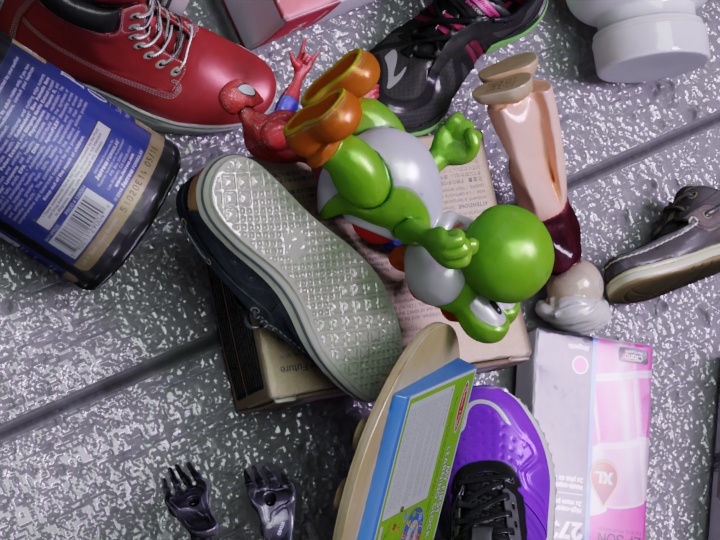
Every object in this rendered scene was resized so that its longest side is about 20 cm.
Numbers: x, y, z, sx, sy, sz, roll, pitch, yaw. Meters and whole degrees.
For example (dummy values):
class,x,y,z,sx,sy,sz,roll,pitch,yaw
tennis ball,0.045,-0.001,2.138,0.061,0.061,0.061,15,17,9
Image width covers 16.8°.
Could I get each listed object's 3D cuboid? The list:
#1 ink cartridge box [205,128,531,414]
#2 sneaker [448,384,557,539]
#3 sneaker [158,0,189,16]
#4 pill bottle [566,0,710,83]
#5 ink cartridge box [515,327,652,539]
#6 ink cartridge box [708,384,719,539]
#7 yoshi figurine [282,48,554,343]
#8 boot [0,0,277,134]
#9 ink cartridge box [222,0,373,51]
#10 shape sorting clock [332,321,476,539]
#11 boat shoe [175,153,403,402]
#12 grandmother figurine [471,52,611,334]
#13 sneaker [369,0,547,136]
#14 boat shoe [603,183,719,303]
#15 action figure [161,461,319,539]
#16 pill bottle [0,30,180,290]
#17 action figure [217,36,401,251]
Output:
class,x,y,z,sx,sy,sz,roll,pitch,yaw
ink cartridge box,0.000,0.000,1.655,0.199,0.075,0.166,-8,82,-26
sneaker,0.090,0.174,1.623,0.069,0.099,0.202,-9,83,16
sneaker,-0.125,-0.244,1.591,0.079,0.200,0.079,19,48,-12
pill bottle,0.199,-0.244,1.781,0.112,0.113,0.202,-3,79,-25
ink cartridge box,0.153,0.145,1.711,0.094,0.037,0.202,9,79,-22
ink cartridge box,0.333,0.159,1.762,0.145,0.084,0.202,14,72,-21
yoshi figurine,0.050,-0.045,1.525,0.112,0.112,0.200,-44,107,-11
boot,-0.129,-0.151,1.595,0.199,0.144,0.073,15,70,-22
ink cartridge box,-0.014,-0.259,1.705,0.199,0.083,0.148,-24,88,-26
shape sorting clock,0.021,0.129,1.558,0.039,0.200,0.201,18,66,21
boat shoe,-0.044,0.006,1.562,0.200,0.062,0.075,48,60,-24
grandmother figurine,0.130,-0.043,1.703,0.201,0.060,0.121,70,26,-22
sneaker,0.062,-0.169,1.711,0.077,0.084,0.200,36,59,12
boat shoe,0.248,-0.030,1.781,0.200,0.072,0.066,-18,79,-32
action figure,-0.068,0.204,1.554,0.118,0.201,0.102,-7,40,-1
pill bottle,-0.224,-0.083,1.554,0.199,0.112,0.112,33,67,-14
action figure,0.002,-0.083,1.598,0.199,0.065,0.099,32,76,-15
